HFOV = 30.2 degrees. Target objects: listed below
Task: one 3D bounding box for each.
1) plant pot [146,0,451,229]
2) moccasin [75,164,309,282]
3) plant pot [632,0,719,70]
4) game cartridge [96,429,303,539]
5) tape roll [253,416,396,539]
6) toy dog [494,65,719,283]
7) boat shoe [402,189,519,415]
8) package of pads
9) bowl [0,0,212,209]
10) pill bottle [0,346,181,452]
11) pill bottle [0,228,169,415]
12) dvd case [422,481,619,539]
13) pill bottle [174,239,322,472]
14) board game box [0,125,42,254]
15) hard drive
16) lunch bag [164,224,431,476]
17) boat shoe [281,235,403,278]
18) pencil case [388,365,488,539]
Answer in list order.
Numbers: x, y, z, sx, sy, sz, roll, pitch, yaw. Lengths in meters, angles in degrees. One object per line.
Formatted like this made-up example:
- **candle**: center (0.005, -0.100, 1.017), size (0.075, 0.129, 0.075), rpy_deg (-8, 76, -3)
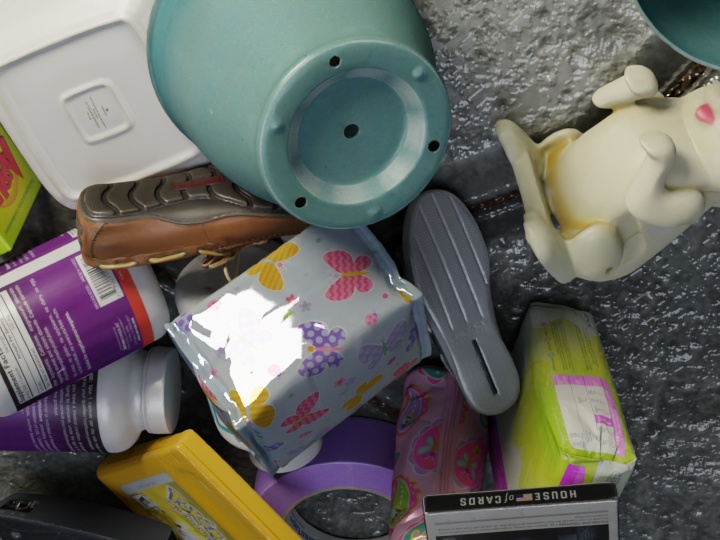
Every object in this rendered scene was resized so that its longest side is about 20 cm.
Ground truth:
- **plant pot**: center (-0.031, -0.129, 0.927), size (0.199, 0.188, 0.201), rpy_deg (-11, 122, -17)
- **moccasin**: center (-0.119, -0.034, 1.046), size (0.200, 0.074, 0.078), rpy_deg (-12, 134, -16)
- **plant pot**: center (0.268, -0.250, 0.888), size (0.199, 0.135, 0.201), rpy_deg (2, 125, 3)
- **game cartridge**: center (-0.146, 0.228, 1.246), size (0.176, 0.032, 0.200), rpy_deg (47, 149, -12)
- **tape roll**: center (-0.008, 0.238, 1.299), size (0.199, 0.066, 0.201), rpy_deg (2, 125, 2)
- **toy dog**: center (0.233, -0.068, 1.022), size (0.199, 0.140, 0.194), rpy_deg (-26, 133, 21)
- **boat shoe**: center (0.076, 0.028, 1.137), size (0.072, 0.071, 0.201), rpy_deg (-19, 101, -14)
- **package of pads**: center (0.163, 0.141, 1.133), size (0.068, 0.200, 0.155), rpy_deg (9, 125, -10)
- **bowl**: center (-0.198, -0.141, 1.041), size (0.199, 0.075, 0.201), rpy_deg (-17, 121, 15)
- **pill bottle**: center (-0.266, 0.106, 1.196), size (0.199, 0.113, 0.113), rpy_deg (1, 125, 4)
- **pill bottle**: center (-0.265, 0.044, 1.092), size (0.199, 0.112, 0.113), rpy_deg (-27, 125, -16)
- **dvd case**: center (0.134, 0.253, 1.075), size (0.149, 0.025, 0.201), rpy_deg (-6, 125, 6)
- **pill bottle**: center (-0.086, 0.080, 1.165), size (0.110, 0.111, 0.201), rpy_deg (-6, 125, 9)
- **board game box**: center (-0.337, -0.112, 1.054), size (0.047, 0.102, 0.200), rpy_deg (-21, 121, 17)
- **hard drive**: center (-0.257, 0.278, 1.312), size (0.199, 0.042, 0.135), rpy_deg (7, 137, 23)
- **lunch bag**: center (-0.042, 0.061, 1.028), size (0.169, 0.127, 0.200), rpy_deg (-36, 158, -7)
- **boat shoe**: center (0.000, 0.000, 1.133), size (0.066, 0.070, 0.200), rpy_deg (-24, 113, 21)
- **pencil case**: center (0.069, 0.180, 1.168), size (0.087, 0.201, 0.088), rpy_deg (6, 139, 5)
